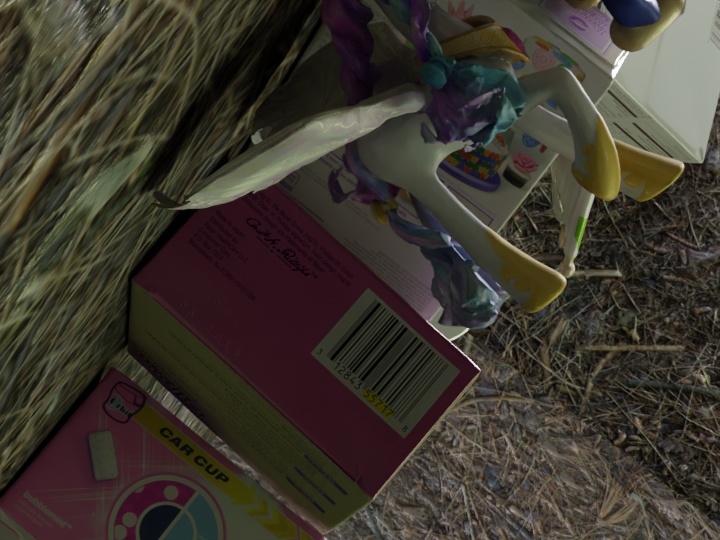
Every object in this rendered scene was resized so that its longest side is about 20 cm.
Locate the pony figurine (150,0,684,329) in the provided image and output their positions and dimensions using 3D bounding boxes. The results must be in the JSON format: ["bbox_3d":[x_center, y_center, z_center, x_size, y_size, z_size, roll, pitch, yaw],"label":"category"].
[{"bbox_3d":[0.022,-0.067,0.776,0.193,0.200,0.167,-36,-167,26],"label":"pony figurine"}]

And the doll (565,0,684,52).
[{"bbox_3d":[0.080,-0.173,0.756,0.049,0.137,0.200,-46,147,6],"label":"doll"}]

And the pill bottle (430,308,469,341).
[{"bbox_3d":[0.000,0.000,1.113,0.111,0.111,0.199,-53,-155,-16],"label":"pill bottle"}]

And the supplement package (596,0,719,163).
[{"bbox_3d":[0.179,-0.197,1.142,0.155,0.110,0.202,31,71,-49],"label":"supplement package"}]

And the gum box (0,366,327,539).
[{"bbox_3d":[-0.115,0.172,1.025,0.114,0.199,0.066,-50,178,-27],"label":"gum box"}]

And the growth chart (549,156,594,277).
[{"bbox_3d":[0.170,-0.113,1.301,0.201,0.018,0.146,-88,-172,-49],"label":"growth chart"}]

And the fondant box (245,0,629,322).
[{"bbox_3d":[0.036,-0.088,0.913,0.200,0.144,0.058,-54,177,39],"label":"fondant box"}]

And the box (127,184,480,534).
[{"bbox_3d":[-0.042,0.053,0.977,0.097,0.176,0.200,-47,177,-17],"label":"box"}]
